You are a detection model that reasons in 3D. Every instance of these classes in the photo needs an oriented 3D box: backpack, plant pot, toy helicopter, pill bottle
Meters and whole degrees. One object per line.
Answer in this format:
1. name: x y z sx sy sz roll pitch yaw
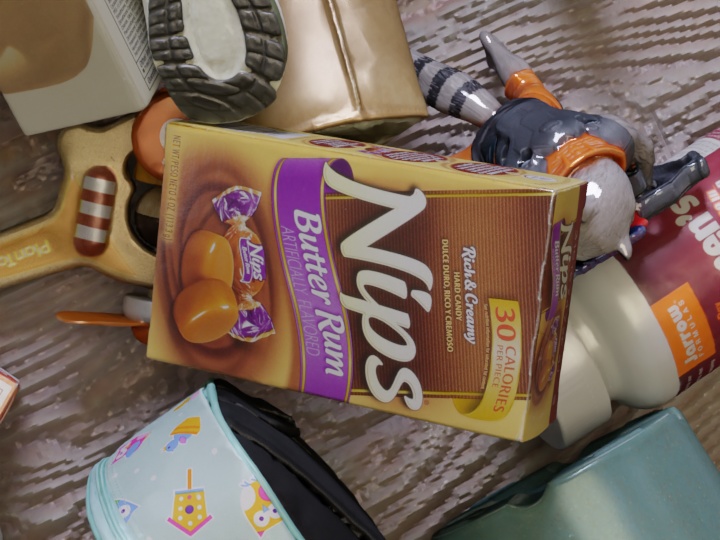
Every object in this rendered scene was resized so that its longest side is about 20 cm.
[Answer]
1. backpack: -0.056 0.160 0.873 0.153 0.176 0.201 -30 99 0
2. plant pot: 0.144 0.190 0.920 0.199 0.200 0.197 -26 84 -10
3. toy helicopter: -0.143 -0.011 0.937 0.198 0.079 0.133 -19 100 0
4. pill bottle: 0.165 0.005 0.963 0.199 0.110 0.110 -32 94 -10

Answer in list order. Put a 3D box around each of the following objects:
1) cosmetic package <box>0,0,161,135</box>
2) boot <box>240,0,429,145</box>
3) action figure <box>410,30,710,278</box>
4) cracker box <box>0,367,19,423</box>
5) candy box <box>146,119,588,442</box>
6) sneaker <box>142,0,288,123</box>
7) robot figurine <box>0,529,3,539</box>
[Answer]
1. cosmetic package: -0.156 -0.176 0.831 0.071 0.106 0.201 -10 124 21
2. boot: 0.006 -0.165 0.932 0.174 0.066 0.202 -15 71 7
3. action figure: 0.063 -0.043 0.903 0.199 0.193 0.105 -36 124 -16
4. cracker box: -0.264 0.028 0.870 0.199 0.134 0.058 32 82 -8
5. candy box: 0.000 0.000 0.838 0.198 0.056 0.118 10 101 21
6. sneaker: -0.082 -0.174 0.847 0.076 0.089 0.202 -9 105 2
7. robot figurine: -0.253 0.185 0.870 0.149 0.125 0.201 25 87 -10
